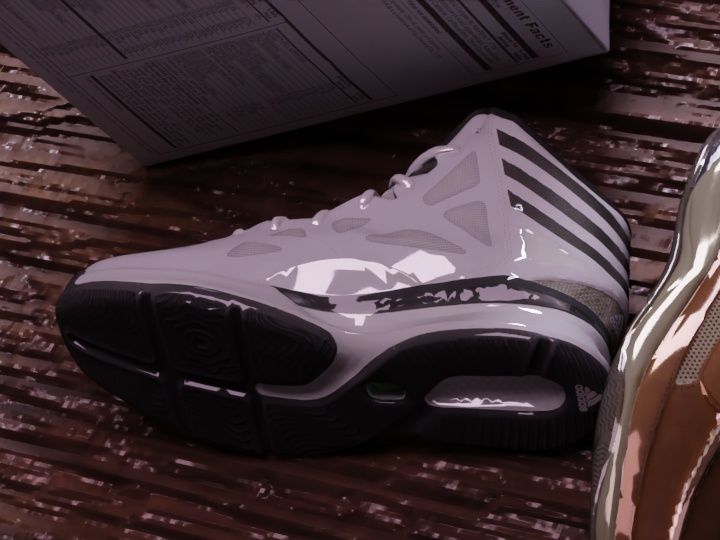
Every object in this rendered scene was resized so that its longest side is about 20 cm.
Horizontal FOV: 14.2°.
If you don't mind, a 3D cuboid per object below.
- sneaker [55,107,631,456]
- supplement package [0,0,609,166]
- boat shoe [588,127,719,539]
[{"bbox_3d":[0.000,0.000,1.010,0.200,0.076,0.115,4,46,16],"label":"sneaker"},{"bbox_3d":[-0.028,-0.154,1.049,0.200,0.151,0.152,-12,58,27],"label":"supplement package"},{"bbox_3d":[0.126,0.035,0.916,0.074,0.076,0.200,6,56,23],"label":"boat shoe"}]
